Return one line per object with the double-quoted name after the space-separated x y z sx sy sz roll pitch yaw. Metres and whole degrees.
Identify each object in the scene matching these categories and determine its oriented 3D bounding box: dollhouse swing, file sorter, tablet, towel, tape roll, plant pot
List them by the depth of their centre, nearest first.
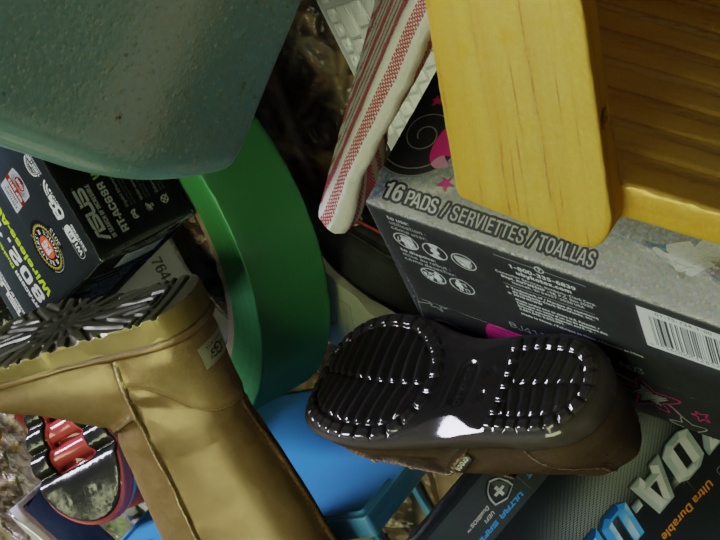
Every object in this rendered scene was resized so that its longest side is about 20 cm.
0.145 -0.118 1.052 0.174 0.200 0.183 5 124 25 "dollhouse swing"
0.030 -0.129 1.136 0.030 0.201 0.147 19 135 -5 "towel"
-0.140 -0.141 1.188 0.199 0.198 0.195 26 174 -37 "plant pot"
-0.093 -0.019 1.373 0.200 0.048 0.201 40 145 35 "tape roll"
-0.006 0.149 1.412 0.199 0.139 0.123 -12 116 43 "file sorter"
-0.128 0.202 1.550 0.200 0.130 0.014 42 93 -1 "tablet"

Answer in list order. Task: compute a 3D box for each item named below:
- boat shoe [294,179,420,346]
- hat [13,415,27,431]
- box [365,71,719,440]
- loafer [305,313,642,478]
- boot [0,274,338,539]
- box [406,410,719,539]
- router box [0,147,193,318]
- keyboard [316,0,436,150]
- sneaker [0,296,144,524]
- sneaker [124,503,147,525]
0.000 0.002 1.354 0.201 0.063 0.074 37 150 30 "boat shoe"
-0.198 0.029 1.534 0.175 0.167 0.200 11 160 -9 "hat"
0.124 -0.018 1.173 0.199 0.115 0.132 19 158 25 "box"
0.052 0.072 1.208 0.199 0.073 0.071 6 150 50 "loafer"
-0.104 0.112 1.304 0.174 0.066 0.201 -11 114 38 "boot"
0.135 0.117 1.218 0.159 0.200 0.046 41 178 31 "box"
-0.182 -0.077 1.354 0.201 0.062 0.150 59 153 5 "router box"
0.017 -0.110 1.292 0.056 0.011 0.201 -10 114 42 "keyboard"
-0.166 0.048 1.474 0.073 0.087 0.202 -24 80 27 "sneaker"
-0.118 0.120 1.534 0.081 0.075 0.200 -29 107 36 "sneaker"
